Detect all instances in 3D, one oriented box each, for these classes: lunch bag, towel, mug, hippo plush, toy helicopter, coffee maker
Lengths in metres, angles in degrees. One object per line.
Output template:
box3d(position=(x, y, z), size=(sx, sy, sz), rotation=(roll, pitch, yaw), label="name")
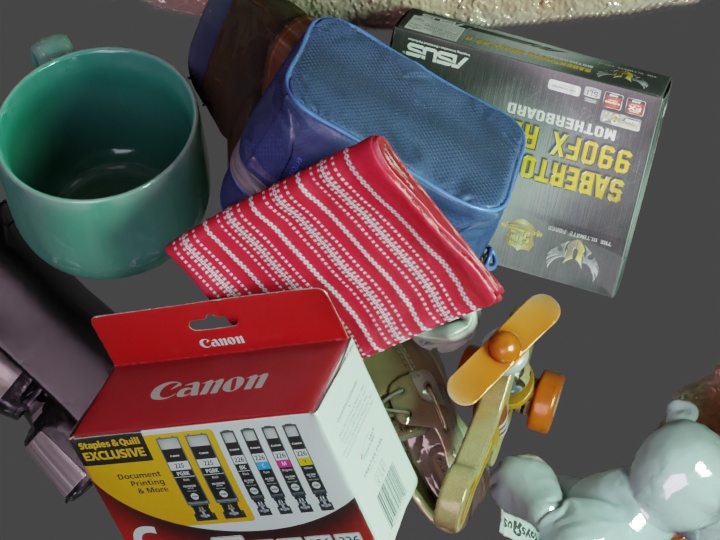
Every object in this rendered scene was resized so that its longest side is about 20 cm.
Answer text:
box3d(position=(0.012, -0.058, 1.397), size=(0.199, 0.136, 0.133), rotation=(31, 125, -3), label="lunch bag")
box3d(position=(-0.018, 0.000, 1.345), size=(0.199, 0.023, 0.145), rotation=(-25, 115, 36), label="towel")
box3d(position=(-0.183, -0.081, 1.502), size=(0.150, 0.186, 0.115), rotation=(3, 140, 8), label="mug")
box3d(position=(0.195, 0.162, 1.500), size=(0.161, 0.200, 0.160), rotation=(-41, 56, 6), label="hippo plush")
box3d(position=(0.094, 0.102, 1.464), size=(0.078, 0.201, 0.133), rotation=(19, 135, 9), label="toy helicopter")
box3d(position=(-0.234, 0.050, 1.583), size=(0.200, 0.135, 0.192), rotation=(40, 117, -4), label="coffee maker")

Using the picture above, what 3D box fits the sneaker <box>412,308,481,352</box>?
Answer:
box3d(position=(0.000, 0.000, 1.498), size=(0.198, 0.081, 0.076), rotation=(22, 93, -3), label="sneaker")

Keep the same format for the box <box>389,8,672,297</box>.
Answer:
box3d(position=(0.108, -0.085, 1.461), size=(0.198, 0.048, 0.160), rotation=(17, 117, 10), label="box")

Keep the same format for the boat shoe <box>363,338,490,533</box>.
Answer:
box3d(position=(0.033, 0.109, 1.563), size=(0.072, 0.065, 0.201), rotation=(-24, 104, 25), label="boat shoe")

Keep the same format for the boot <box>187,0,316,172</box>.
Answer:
box3d(position=(-0.082, -0.125, 1.508), size=(0.097, 0.074, 0.201), rotation=(43, 133, 24), label="boot")

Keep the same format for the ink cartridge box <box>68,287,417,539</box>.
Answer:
box3d(position=(-0.088, 0.113, 1.395), size=(0.198, 0.084, 0.177), rotation=(-9, 122, 27), label="ink cartridge box")
